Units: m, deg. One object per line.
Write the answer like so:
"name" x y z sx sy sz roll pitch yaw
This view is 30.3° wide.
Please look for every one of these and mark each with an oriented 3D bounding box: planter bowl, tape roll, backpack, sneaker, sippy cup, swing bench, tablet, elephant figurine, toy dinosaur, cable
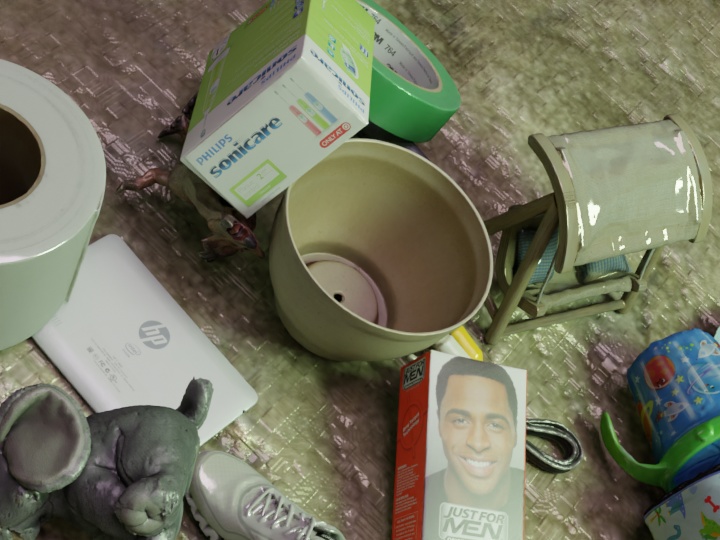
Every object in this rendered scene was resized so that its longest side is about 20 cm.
"planter bowl" 0.000 0.000 1.197 0.200 0.135 0.200 14 54 -21
"tape roll" -0.313 -0.052 1.048 0.202 0.139 0.203 12 53 -16
"backpack" 0.380 0.242 1.216 0.200 0.183 0.147 -3 60 -25
"sneaker" -0.057 0.213 1.062 0.200 0.081 0.075 43 51 5
"sippy cup" 0.331 0.134 1.303 0.178 0.140 0.130 9 44 -37
"swing bench" 0.221 -0.042 1.304 0.199 0.200 0.130 -11 66 -34
"tablet" -0.192 0.067 1.127 0.200 0.014 0.130 48 49 7
"elephant figurine" -0.229 0.153 0.985 0.200 0.142 0.155 14 23 -2
"tape roll" 0.012 -0.216 1.352 0.200 0.048 0.201 35 24 -18
"toy dinosaur" -0.131 -0.081 1.220 0.136 0.086 0.200 40 33 -12
"cable" 0.123 0.129 1.235 0.200 0.050 0.097 38 50 0

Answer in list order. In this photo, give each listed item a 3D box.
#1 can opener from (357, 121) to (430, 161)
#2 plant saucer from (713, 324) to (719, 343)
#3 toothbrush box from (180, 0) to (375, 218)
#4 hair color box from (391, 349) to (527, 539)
"can opener" -0.005 -0.143 1.357 0.067 0.053 0.200 -40 83 -8
"plant saucer" 0.447 0.135 1.419 0.201 0.039 0.201 14 54 -21
"toothbrush box" -0.069 -0.163 1.171 0.086 0.146 0.200 43 26 -23
"hair color box" 0.086 0.179 1.151 0.101 0.061 0.200 12 66 -21
